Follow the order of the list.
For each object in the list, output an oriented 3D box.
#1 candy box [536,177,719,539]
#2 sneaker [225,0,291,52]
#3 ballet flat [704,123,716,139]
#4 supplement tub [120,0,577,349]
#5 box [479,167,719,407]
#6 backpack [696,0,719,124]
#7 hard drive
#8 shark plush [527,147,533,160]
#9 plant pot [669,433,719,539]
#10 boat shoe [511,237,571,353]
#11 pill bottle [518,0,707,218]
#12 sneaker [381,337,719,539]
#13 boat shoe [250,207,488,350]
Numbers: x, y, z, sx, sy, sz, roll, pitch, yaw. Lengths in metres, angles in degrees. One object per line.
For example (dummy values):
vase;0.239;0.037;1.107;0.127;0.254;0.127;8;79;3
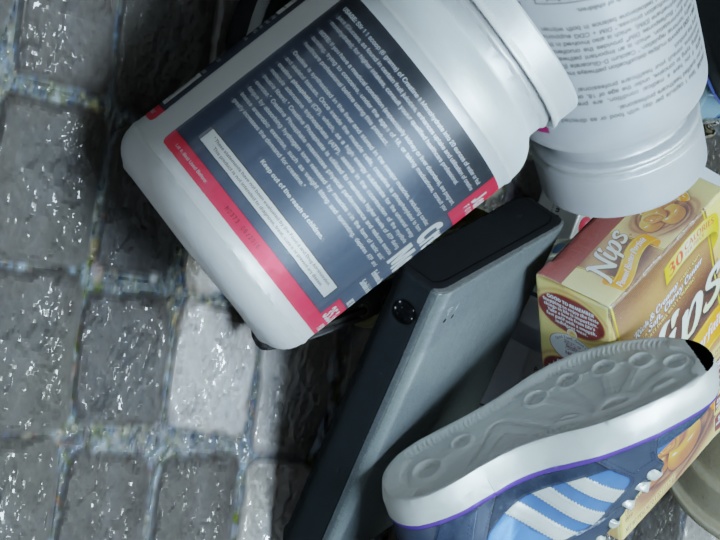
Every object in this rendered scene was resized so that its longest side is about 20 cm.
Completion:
candy box;0.160;0.047;1.657;0.115;0.055;0.200;-44;146;-31
sneaker;0.002;-0.100;1.564;0.200;0.083;0.072;40;62;-54
ballet flat;0.190;-0.077;1.907;0.200;0.046;0.067;-39;128;-48
supplement tub;-0.006;-0.069;1.432;0.200;0.140;0.140;-38;138;-2
box;0.158;0.013;1.833;0.156;0.041;0.200;25;82;-48
backpack;0.276;-0.190;1.905;0.200;0.147;0.183;-6;77;-54
hard drive;0.033;0.064;1.601;0.140;0.033;0.200;-29;149;-53
shark plush;0.143;-0.131;1.785;0.200;0.083;0.091;-48;134;-43
plant pot;0.301;0.063;1.930;0.201;0.200;0.184;-58;155;-35
boat shoe;0.145;0.017;1.736;0.202;0.075;0.086;24;85;-50
pill bottle;0.124;-0.135;1.530;0.113;0.113;0.200;-52;138;-40
sneaker;0.120;0.134;1.571;0.081;0.200;0.147;-116;-179;-60
boat shoe;0.000;0.000;1.603;0.200;0.073;0.065;-13;112;-47
